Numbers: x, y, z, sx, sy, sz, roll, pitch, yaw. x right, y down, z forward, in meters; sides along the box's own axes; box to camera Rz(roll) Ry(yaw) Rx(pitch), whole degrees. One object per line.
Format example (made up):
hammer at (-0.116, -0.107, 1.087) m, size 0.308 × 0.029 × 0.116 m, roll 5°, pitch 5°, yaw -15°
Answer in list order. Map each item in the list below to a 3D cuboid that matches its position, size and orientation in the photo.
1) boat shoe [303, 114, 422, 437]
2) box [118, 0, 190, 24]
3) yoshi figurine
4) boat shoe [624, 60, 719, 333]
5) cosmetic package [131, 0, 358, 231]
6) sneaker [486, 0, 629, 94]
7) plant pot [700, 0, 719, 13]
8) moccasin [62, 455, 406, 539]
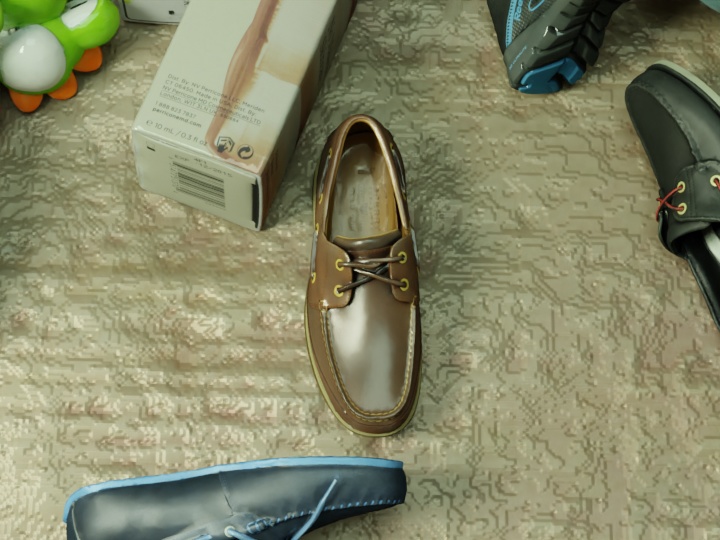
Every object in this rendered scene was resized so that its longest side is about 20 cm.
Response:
boat shoe at (0.000, 0.000, 1.051) m, size 0.072 × 0.068 × 0.200 m, roll -3°, pitch 71°, yaw -2°
box at (-0.122, -0.273, 1.120) m, size 0.060 × 0.117 × 0.200 m, roll 3°, pitch 71°, yaw -1°
yoshi figurine at (-0.252, -0.145, 1.078) m, size 0.200 × 0.112 × 0.112 m, roll -28°, pitch 67°, yaw -14°
boat shoe at (0.216, -0.038, 1.066) m, size 0.063 × 0.074 × 0.202 m, roll -23°, pitch 77°, yaw -18°
cosmetic package at (-0.064, -0.140, 1.082) m, size 0.087 × 0.103 × 0.200 m, roll 20°, pitch 73°, yaw 4°
sneaker at (0.139, -0.194, 1.063) m, size 0.073 × 0.200 × 0.082 m, roll -3°, pitch 61°, yaw -37°
plant pot at (0.250, -0.241, 1.096) m, size 0.135 × 0.200 × 0.200 m, roll -47°, pitch 74°, yaw 24°
moccasin at (-0.069, 0.149, 1.001) m, size 0.200 × 0.080 × 0.068 m, roll -10°, pitch 75°, yaw 10°
